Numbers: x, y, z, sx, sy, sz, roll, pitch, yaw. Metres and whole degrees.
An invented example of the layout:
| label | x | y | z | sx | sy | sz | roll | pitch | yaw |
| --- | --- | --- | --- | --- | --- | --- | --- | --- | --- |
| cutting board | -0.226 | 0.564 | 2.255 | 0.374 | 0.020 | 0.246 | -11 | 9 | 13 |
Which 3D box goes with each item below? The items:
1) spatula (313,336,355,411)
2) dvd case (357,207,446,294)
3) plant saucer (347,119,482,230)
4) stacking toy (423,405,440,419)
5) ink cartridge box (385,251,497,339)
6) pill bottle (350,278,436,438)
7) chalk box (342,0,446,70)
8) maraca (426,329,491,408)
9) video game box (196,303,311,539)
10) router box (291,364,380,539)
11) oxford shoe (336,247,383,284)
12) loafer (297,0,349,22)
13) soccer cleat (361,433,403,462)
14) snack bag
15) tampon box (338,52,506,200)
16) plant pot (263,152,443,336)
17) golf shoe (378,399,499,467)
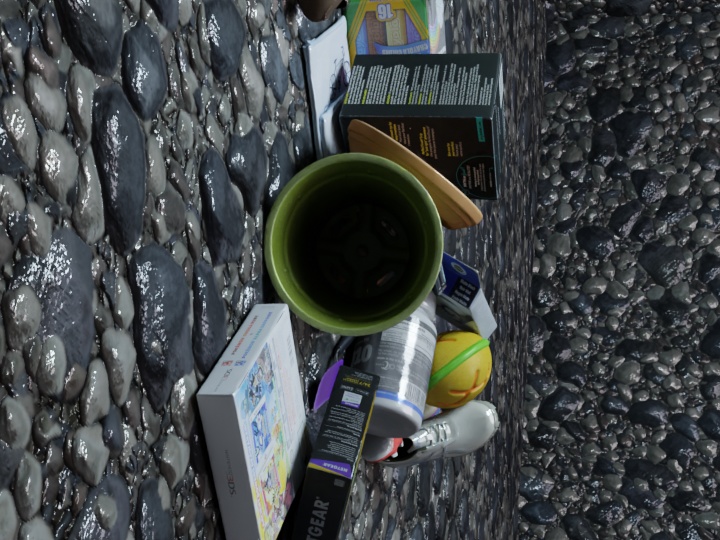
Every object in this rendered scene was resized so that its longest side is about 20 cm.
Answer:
| label | x | y | z | sx | sy | sz | roll | pitch | yaw |
| --- | --- | --- | --- | --- | --- | --- | --- | --- | --- |
| spatula | -0.028 | 0.116 | 1.471 | 0.200 | 0.020 | 0.057 | -66 | 171 | -64 |
| dvd case | 0.046 | -0.055 | 1.490 | 0.022 | 0.146 | 0.200 | -47 | 154 | -14 |
| plant saucer | 0.060 | -0.110 | 1.363 | 0.038 | 0.200 | 0.200 | -53 | 160 | -1 |
| stacking toy | 0.104 | 0.230 | 1.858 | 0.200 | 0.085 | 0.086 | 62 | 32 | -66 |
| ink cartridge box | 0.099 | 0.012 | 1.635 | 0.041 | 0.199 | 0.200 | -52 | 153 | -12 |
| pill bottle | 0.045 | 0.120 | 1.555 | 0.114 | 0.113 | 0.201 | 66 | 31 | -56 |
| chalk box | 0.054 | -0.298 | 1.594 | 0.125 | 0.123 | 0.202 | -55 | 143 | -65 |
| maraca | 0.134 | 0.149 | 1.660 | 0.107 | 0.137 | 0.200 | 56 | -4 | 10 |
| video game box | -0.104 | 0.165 | 1.157 | 0.182 | 0.046 | 0.202 | -67 | 152 | -62 |
| router box | -0.033 | 0.236 | 1.290 | 0.158 | 0.052 | 0.201 | -72 | 176 | -48 |
| oxford shoe | 0.000 | 0.000 | 1.537 | 0.072 | 0.071 | 0.200 | -60 | 170 | 8 |
| loafer | -0.040 | -0.360 | 1.371 | 0.200 | 0.072 | 0.071 | -58 | 156 | -54 |
| soccer cleat | 0.030 | 0.196 | 1.622 | 0.200 | 0.068 | 0.086 | -67 | 139 | -54 |
| snack bag | -0.030 | -0.223 | 1.472 | 0.189 | 0.021 | 0.202 | -58 | 144 | -62 |
| tampon box | 0.088 | -0.193 | 1.486 | 0.150 | 0.198 | 0.127 | 78 | 20 | -49 |
| plant pot | -0.003 | -0.028 | 1.318 | 0.190 | 0.198 | 0.202 | 10 | 80 | -87 |
| golf shoe | 0.108 | 0.249 | 1.646 | 0.079 | 0.199 | 0.097 | 69 | 15 | 9 |
